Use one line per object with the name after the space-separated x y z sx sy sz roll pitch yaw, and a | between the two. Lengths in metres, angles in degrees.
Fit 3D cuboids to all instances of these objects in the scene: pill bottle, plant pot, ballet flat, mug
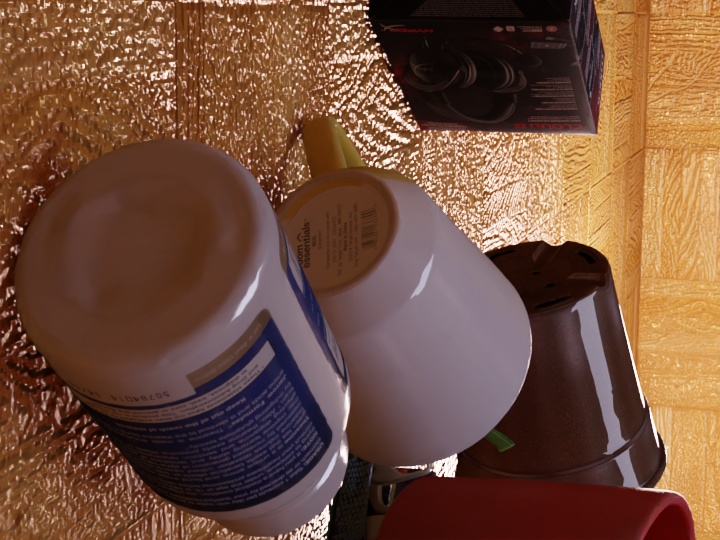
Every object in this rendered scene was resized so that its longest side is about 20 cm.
-0.066 0.042 0.676 0.201 0.109 0.112 68 30 -56 | pill bottle
0.104 0.223 0.982 0.200 0.175 0.203 -30 125 -54 | plant pot
0.164 0.092 1.362 0.201 0.198 0.201 -57 139 -59 | plant pot
0.015 0.150 1.049 0.074 0.073 0.203 32 62 -71 | ballet flat
-0.002 0.009 0.910 0.150 0.186 0.153 -49 143 -9 | mug

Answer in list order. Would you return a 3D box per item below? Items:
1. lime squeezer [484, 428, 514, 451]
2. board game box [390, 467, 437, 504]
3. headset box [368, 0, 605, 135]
0.038 0.053 1.126 0.038 0.070 0.202 -13 76 -56 | lime squeezer
0.029 0.276 1.143 0.166 0.056 0.202 72 26 -53 | board game box
0.103 -0.171 1.148 0.200 0.147 0.078 58 39 -64 | headset box
